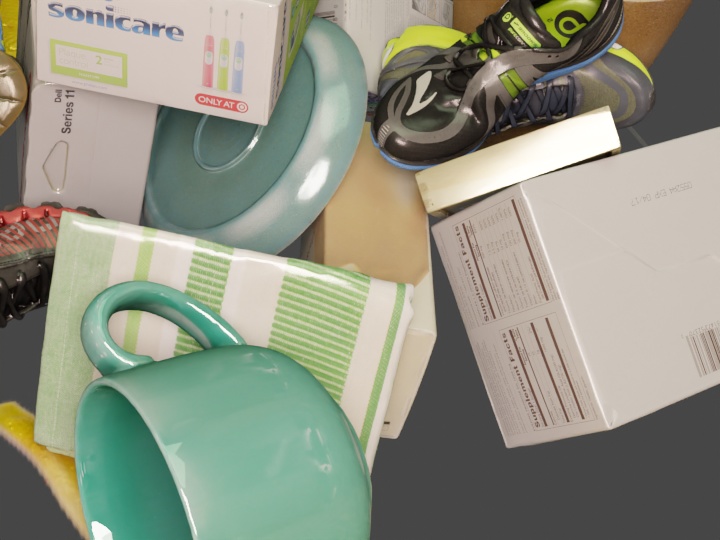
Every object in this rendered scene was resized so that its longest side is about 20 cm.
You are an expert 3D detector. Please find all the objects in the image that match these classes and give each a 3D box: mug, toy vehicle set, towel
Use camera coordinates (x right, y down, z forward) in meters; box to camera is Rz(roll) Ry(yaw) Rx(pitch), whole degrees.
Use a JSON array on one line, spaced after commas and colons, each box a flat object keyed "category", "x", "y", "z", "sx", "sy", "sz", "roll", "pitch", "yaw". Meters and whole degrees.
[{"category": "mug", "x": -0.066, "y": 0.100, "z": 0.641, "sx": 0.114, "sy": 0.185, "sz": 0.152, "roll": -14, "pitch": 17, "yaw": -32}, {"category": "toy vehicle set", "x": 0.112, "y": -0.065, "z": 0.851, "sx": 0.124, "sy": 0.200, "sz": 0.027, "roll": -19, "pitch": 86, "yaw": 9}, {"category": "towel", "x": -0.080, "y": 0.055, "z": 0.714, "sx": 0.200, "sy": 0.153, "sz": 0.023, "roll": 11, "pitch": 22, "yaw": -6}]

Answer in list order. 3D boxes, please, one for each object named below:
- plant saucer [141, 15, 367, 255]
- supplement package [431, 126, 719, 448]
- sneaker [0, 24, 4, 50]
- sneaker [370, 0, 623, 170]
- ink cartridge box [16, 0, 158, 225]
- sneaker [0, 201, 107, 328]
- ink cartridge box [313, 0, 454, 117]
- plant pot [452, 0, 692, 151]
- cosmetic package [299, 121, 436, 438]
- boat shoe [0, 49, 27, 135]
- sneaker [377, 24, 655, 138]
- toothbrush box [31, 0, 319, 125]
[{"category": "plant saucer", "x": -0.083, "y": -0.092, "z": 0.848, "sx": 0.027, "sy": 0.200, "sz": 0.200, "roll": 33, "pitch": 24, "yaw": -44}, {"category": "supplement package", "x": 0.175, "y": 0.008, "z": 0.812, "sx": 0.200, "sy": 0.111, "sz": 0.156, "roll": -17, "pitch": 85, "yaw": -29}, {"category": "sneaker", "x": -0.318, "y": -0.189, "z": 0.950, "sx": 0.083, "sy": 0.071, "sz": 0.200, "roll": 1, "pitch": 46, "yaw": -24}, {"category": "sneaker", "x": 0.086, "y": -0.137, "z": 0.797, "sx": 0.200, "sy": 0.083, "sz": 0.071, "roll": -35, "pitch": 70, "yaw": -11}, {"category": "ink cartridge box", "x": -0.198, "y": -0.135, "z": 0.882, "sx": 0.083, "sy": 0.147, "sz": 0.200, "roll": 2, "pitch": 44, "yaw": -18}, {"category": "sneaker", "x": -0.237, "y": 0.014, "z": 0.763, "sx": 0.200, "sy": 0.071, "sz": 0.098, "roll": -10, "pitch": 44, "yaw": -23}, {"category": "ink cartridge box", "x": 0.018, "y": -0.178, "z": 0.981, "sx": 0.050, "sy": 0.109, "sz": 0.200, "roll": -1, "pitch": -5, "yaw": 29}, {"category": "plant pot", "x": 0.147, "y": -0.178, "z": 0.984, "sx": 0.186, "sy": 0.200, "sz": 0.186, "roll": 8, "pitch": 43, "yaw": -8}, {"category": "cosmetic package", "x": 0.000, "y": 0.000, "z": 0.825, "sx": 0.071, "sy": 0.105, "sz": 0.200, "roll": 9, "pitch": 41, "yaw": -9}, {"category": "boat shoe", "x": -0.292, "y": -0.069, "z": 0.800, "sx": 0.072, "sy": 0.201, "sz": 0.066, "roll": 51, "pitch": 4, "yaw": -9}, {"category": "sneaker", "x": 0.103, "y": -0.120, "z": 0.872, "sx": 0.200, "sy": 0.074, "sz": 0.081, "roll": 5, "pitch": 39, "yaw": 18}, {"category": "toothbrush box", "x": -0.104, "y": -0.191, "z": 0.791, "sx": 0.146, "sy": 0.086, "sz": 0.200, "roll": 11, "pitch": 39, "yaw": 2}]
